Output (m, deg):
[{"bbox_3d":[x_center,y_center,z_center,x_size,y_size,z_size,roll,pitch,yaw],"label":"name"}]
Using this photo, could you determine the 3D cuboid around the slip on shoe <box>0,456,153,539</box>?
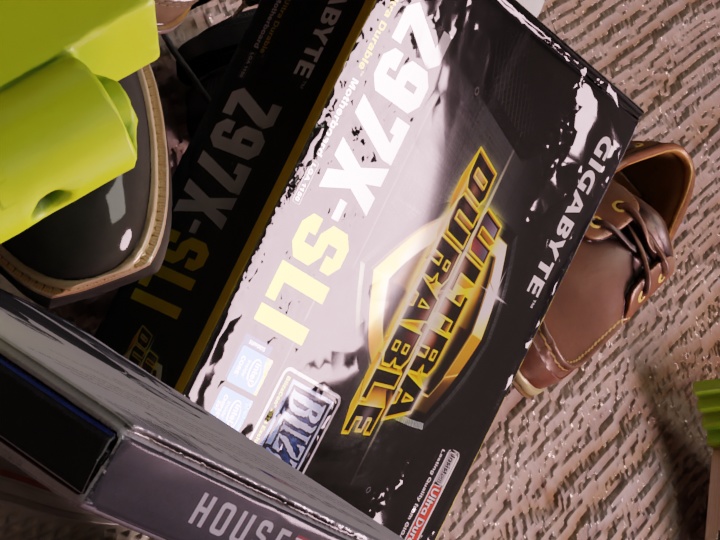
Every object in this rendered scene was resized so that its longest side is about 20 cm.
[{"bbox_3d":[-0.099,0.069,0.738,0.061,0.074,0.200,50,10,29],"label":"slip on shoe"}]

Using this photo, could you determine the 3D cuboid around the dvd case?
[{"bbox_3d":[-0.074,0.033,0.684,0.150,0.200,0.025,30,89,-46],"label":"dvd case"}]

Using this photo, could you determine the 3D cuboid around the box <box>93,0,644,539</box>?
[{"bbox_3d":[0.000,0.000,0.875,0.160,0.049,0.200,32,82,-50],"label":"box"}]

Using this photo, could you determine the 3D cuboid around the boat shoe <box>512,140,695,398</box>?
[{"bbox_3d":[0.102,-0.011,1.186,0.072,0.067,0.200,63,27,-15],"label":"boat shoe"}]

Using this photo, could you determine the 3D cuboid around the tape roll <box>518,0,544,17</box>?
[{"bbox_3d":[0.002,-0.182,1.105,0.202,0.071,0.203,42,38,-44],"label":"tape roll"}]

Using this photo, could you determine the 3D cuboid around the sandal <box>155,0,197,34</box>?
[{"bbox_3d":[-0.078,-0.088,0.708,0.080,0.201,0.057,51,-12,18],"label":"sandal"}]

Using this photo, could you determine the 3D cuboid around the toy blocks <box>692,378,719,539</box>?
[{"bbox_3d":[0.222,0.154,1.301,0.200,0.100,0.137,41,49,-46],"label":"toy blocks"}]

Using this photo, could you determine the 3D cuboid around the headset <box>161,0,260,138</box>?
[{"bbox_3d":[-0.021,-0.045,0.936,0.200,0.094,0.124,57,26,-49],"label":"headset"}]

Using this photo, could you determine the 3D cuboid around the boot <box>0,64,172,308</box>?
[{"bbox_3d":[-0.112,-0.100,0.756,0.138,0.077,0.200,89,-21,-70],"label":"boot"}]

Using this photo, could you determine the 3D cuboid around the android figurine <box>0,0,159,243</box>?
[{"bbox_3d":[-0.133,-0.075,0.648,0.182,0.200,0.041,56,-16,20],"label":"android figurine"}]
